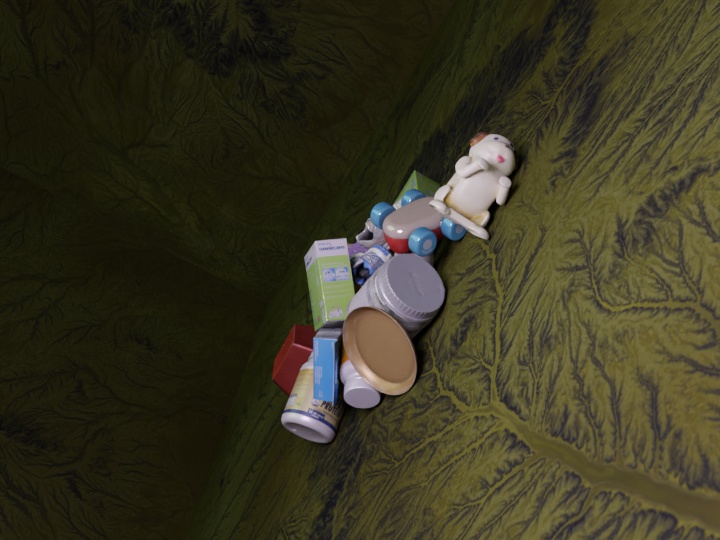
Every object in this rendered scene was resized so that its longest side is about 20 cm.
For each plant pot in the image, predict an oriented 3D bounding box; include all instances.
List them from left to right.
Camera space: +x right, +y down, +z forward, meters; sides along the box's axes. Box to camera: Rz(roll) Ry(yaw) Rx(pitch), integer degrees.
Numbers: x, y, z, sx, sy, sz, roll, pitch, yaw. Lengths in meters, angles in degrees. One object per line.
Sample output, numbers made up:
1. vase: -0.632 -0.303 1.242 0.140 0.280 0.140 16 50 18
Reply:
1. plant pot: -0.145 0.269 1.977 0.201 0.175 0.200 -59 12 14
2. plant pot: 0.044 0.162 1.430 0.027 0.201 0.200 -29 -14 -41

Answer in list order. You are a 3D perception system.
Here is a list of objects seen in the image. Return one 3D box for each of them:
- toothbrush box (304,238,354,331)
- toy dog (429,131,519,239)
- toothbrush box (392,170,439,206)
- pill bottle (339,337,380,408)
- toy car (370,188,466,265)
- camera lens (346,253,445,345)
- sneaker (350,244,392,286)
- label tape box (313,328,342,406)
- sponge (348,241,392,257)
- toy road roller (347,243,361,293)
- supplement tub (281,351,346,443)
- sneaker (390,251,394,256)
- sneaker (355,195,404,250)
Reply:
1. toothbrush box: -0.075 0.039 1.713 0.146 0.085 0.202 134 127 -69
2. toy dog: 0.251 -0.184 1.424 0.201 0.139 0.194 -58 -2 5
3. toothbrush box: 0.147 -0.157 1.839 0.146 0.086 0.200 -58 12 24
4. pill bottle: 0.009 0.208 1.579 0.111 0.110 0.201 -52 23 41
5. toy car: 0.138 -0.055 1.603 0.184 0.176 0.202 37 144 45
6. camera lens: 0.071 0.078 1.498 0.200 0.159 0.161 -50 17 46
7. sneaker: 0.000 0.000 1.735 0.085 0.077 0.200 -46 4 -30
8. label tape box: -0.077 0.220 1.596 0.200 0.065 0.145 -39 -51 -83
9. sponge: 0.035 -0.058 1.911 0.199 0.111 0.030 -36 -47 -30
10. toy road roller: -0.012 0.009 1.942 0.146 0.121 0.202 92 180 -72
11. supplement tub: -0.105 0.321 1.761 0.144 0.143 0.201 -42 24 59
12. sneaker: 0.089 0.014 1.802 0.081 0.070 0.200 -59 5 11
13. sneaker: 0.066 -0.118 1.710 0.200 0.091 0.076 -51 43 31
